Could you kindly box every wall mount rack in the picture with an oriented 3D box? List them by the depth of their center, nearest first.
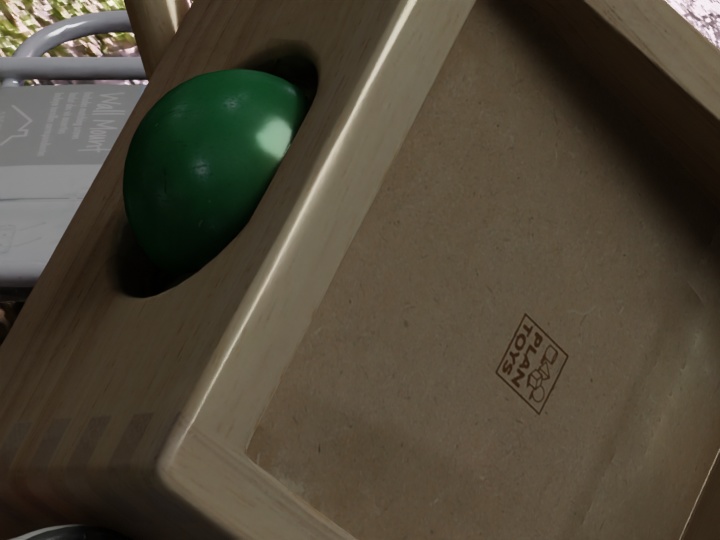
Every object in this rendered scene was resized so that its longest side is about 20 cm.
[{"bbox_3d":[-0.054,-0.050,0.828,0.173,0.075,0.200,-2,33,5],"label":"wall mount rack"}]

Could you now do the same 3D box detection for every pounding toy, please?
[{"bbox_3d":[0.000,0.000,0.674,0.200,0.142,0.185,38,66,-25],"label":"pounding toy"}]

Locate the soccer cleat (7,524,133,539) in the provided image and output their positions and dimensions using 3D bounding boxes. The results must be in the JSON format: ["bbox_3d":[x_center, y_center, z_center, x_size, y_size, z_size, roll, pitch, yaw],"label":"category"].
[{"bbox_3d":[-0.122,0.101,0.554,0.200,0.073,0.068,-20,89,-42],"label":"soccer cleat"}]
